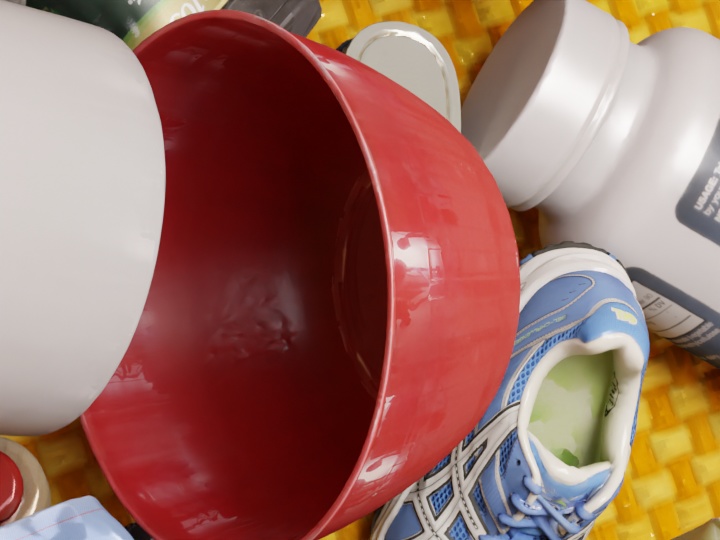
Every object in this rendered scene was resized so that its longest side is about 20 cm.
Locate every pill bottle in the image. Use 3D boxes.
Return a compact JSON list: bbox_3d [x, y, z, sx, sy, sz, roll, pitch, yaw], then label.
[{"bbox_3d":[0.143,-0.032,1.227,0.199,0.119,0.120,30,70,-16],"label":"pill bottle"}]

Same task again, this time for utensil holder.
[{"bbox_3d":[-0.192,-0.029,1.041,0.199,0.170,0.171,11,75,-33],"label":"utensil holder"}]

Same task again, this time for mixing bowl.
[{"bbox_3d":[-0.013,0.007,1.075,0.108,0.200,0.202,-1,80,-39],"label":"mixing bowl"}]

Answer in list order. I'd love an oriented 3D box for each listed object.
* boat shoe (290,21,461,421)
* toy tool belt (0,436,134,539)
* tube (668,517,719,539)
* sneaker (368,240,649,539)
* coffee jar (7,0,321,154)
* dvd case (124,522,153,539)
[{"bbox_3d":[0.000,0.000,1.191,0.074,0.062,0.201,4,75,-17],"label":"boat shoe"},{"bbox_3d":[-0.108,0.139,1.058,0.124,0.123,0.201,-23,74,-8],"label":"toy tool belt"},{"bbox_3d":[0.118,0.135,1.140,0.058,0.200,0.052,1,77,-23],"label":"tube"},{"bbox_3d":[0.058,0.088,1.162,0.075,0.077,0.201,16,103,-16],"label":"sneaker"},{"bbox_3d":[-0.113,-0.135,1.156,0.200,0.085,0.104,44,61,-10],"label":"coffee jar"},{"bbox_3d":[-0.066,0.221,1.146,0.200,0.016,0.149,45,68,-10],"label":"dvd case"}]
